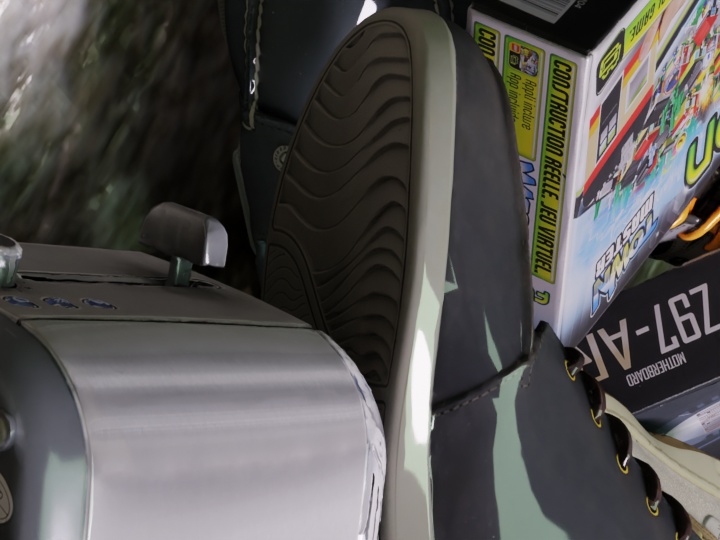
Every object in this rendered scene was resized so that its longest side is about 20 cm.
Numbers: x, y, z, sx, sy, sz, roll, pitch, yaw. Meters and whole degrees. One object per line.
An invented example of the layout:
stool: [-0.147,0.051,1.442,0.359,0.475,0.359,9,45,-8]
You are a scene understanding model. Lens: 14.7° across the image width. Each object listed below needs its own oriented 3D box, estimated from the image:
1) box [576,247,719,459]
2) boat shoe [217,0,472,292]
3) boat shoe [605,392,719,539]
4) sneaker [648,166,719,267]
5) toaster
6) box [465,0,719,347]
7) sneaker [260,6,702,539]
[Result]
box: [0.131,0.039,1.046,0.159,0.044,0.200,-24,164,13]
boat shoe: [0.003,-0.026,0.726,0.201,0.072,0.062,87,-3,-47]
boat shoe: [0.073,0.087,0.937,0.074,0.067,0.199,-36,144,31]
sneaker: [0.102,-0.041,0.965,0.079,0.077,0.200,-64,158,8]
toaster: [-0.073,0.085,0.617,0.129,0.113,0.202,-7,112,-51]
box: [0.089,-0.076,0.750,0.200,0.035,0.111,-49,153,-37]
sneaker: [0.038,0.037,0.683,0.106,0.075,0.202,-2,96,-29]
